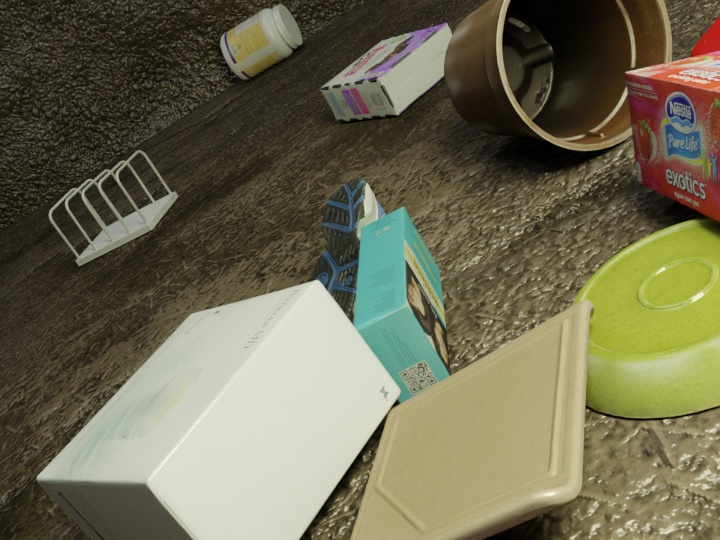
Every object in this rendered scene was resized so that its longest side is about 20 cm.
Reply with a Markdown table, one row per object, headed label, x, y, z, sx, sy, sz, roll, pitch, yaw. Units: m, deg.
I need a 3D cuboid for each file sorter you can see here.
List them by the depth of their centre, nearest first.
| label | x | y | z | sx | sy | sz | roll | pitch | yaw |
| --- | --- | --- | --- | --- | --- | --- | --- | --- | --- |
| file sorter | -0.490 | -0.126 | 1.793 | 0.198 | 0.125 | 0.139 | -23 | 23 | 25 |

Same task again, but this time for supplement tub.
| label | x | y | z | sx | sy | sz | roll | pitch | yaw |
| --- | --- | --- | --- | --- | --- | --- | --- | --- | --- |
| supplement tub | -0.277 | -0.641 | 2.553 | 0.198 | 0.146 | 0.146 | -25 | 23 | 19 |

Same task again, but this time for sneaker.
| label | x | y | z | sx | sy | sz | roll | pitch | yaw |
| --- | --- | --- | --- | --- | --- | --- | --- | --- | --- |
| sneaker | 0.000 | 0.000 | 0.918 | 0.075 | 0.077 | 0.202 | -20 | 43 | 36 |

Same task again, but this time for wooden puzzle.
| label | x | y | z | sx | sy | sz | roll | pitch | yaw |
| --- | --- | --- | --- | --- | --- | --- | --- | --- | --- |
| wooden puzzle | 0.073 | 0.117 | 0.589 | 0.184 | 0.037 | 0.201 | -34 | 14 | 32 |

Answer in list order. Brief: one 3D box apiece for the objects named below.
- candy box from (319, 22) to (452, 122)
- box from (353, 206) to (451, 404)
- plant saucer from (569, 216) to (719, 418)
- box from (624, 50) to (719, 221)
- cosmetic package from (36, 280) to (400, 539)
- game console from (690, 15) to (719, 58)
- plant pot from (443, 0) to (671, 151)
| label | x | y | z | sx | sy | sz | roll | pitch | yaw |
| --- | --- | --- | --- | --- | --- | --- | --- | --- | --- |
| candy box | 0.050 | -0.331 | 1.542 | 0.168 | 0.072 | 0.199 | -42 | 24 | -22 |
| box | 0.037 | 0.024 | 0.798 | 0.049 | 0.083 | 0.201 | -26 | 23 | 14 |
| plant saucer | 0.221 | 0.019 | 0.622 | 0.198 | 0.031 | 0.201 | -29 | 22 | 13 |
| box | 0.278 | -0.100 | 0.658 | 0.098 | 0.097 | 0.200 | -13 | 18 | -3 |
| cosmetic package | -0.110 | 0.128 | 0.706 | 0.199 | 0.124 | 0.200 | -13 | 29 | 48 |
| game console | 0.408 | -0.194 | 0.741 | 0.173 | 0.119 | 0.200 | -49 | 23 | -7 |
| plant pot | 0.194 | -0.229 | 0.984 | 0.199 | 0.202 | 0.198 | -37 | 15 | -11 |
